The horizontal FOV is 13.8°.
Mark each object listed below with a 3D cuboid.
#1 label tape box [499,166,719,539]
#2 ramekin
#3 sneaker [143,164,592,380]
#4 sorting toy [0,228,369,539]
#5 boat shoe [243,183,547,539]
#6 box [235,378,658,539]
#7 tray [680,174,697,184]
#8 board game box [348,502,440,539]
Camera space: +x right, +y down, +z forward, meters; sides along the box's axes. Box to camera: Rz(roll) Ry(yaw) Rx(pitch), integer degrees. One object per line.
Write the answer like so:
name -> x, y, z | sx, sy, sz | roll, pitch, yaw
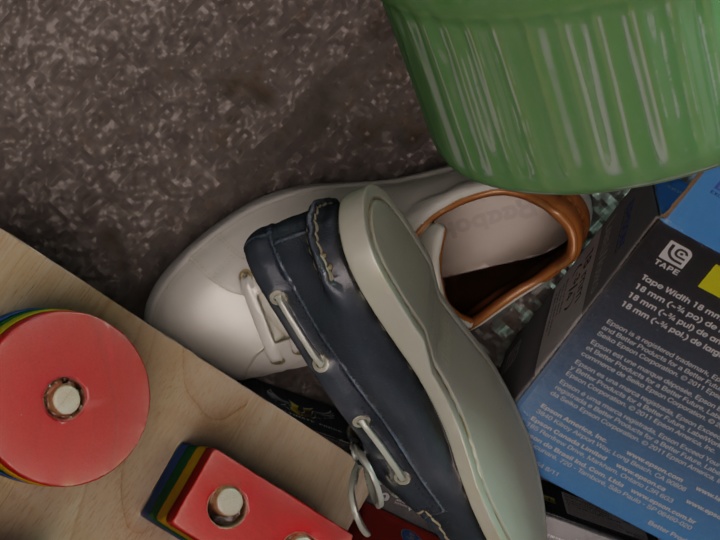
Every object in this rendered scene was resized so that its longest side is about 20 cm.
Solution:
label tape box -> 0.159, 0.029, 1.210 | 0.144, 0.063, 0.200 | 28, 134, -8
ramekin -> 0.104, -0.109, 1.153 | 0.199, 0.200, 0.098 | -15, 113, 3
sneaker -> 0.000, 0.000, 1.236 | 0.199, 0.085, 0.073 | -21, 107, 7
sorting toy -> -0.114, 0.117, 1.171 | 0.198, 0.070, 0.201 | 34, 79, -17
boat shoe -> 0.017, 0.056, 1.185 | 0.062, 0.075, 0.200 | -16, 127, 20
box -> 0.011, 0.153, 1.295 | 0.199, 0.051, 0.158 | 19, 103, -6
tray -> 0.214, -0.039, 1.232 | 0.199, 0.022, 0.108 | -2, 139, 0
board game box -> -0.017, 0.196, 1.176 | 0.040, 0.200, 0.153 | 27, 103, -7
